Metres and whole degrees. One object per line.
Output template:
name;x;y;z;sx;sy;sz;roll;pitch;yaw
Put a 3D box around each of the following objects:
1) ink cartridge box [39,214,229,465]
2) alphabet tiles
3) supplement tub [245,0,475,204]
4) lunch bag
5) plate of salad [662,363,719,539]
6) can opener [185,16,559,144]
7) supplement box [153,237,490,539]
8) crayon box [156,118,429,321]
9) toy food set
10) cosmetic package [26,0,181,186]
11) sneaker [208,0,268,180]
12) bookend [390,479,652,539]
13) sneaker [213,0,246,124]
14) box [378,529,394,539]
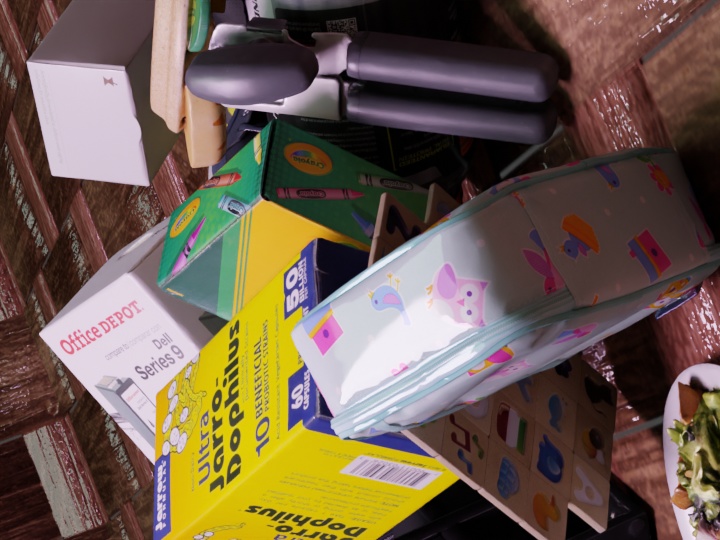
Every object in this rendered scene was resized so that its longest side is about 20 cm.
ink cartridge box;-0.093;0.071;1.367;0.200;0.084;0.146;49;144;-8
alphabet tiles;0.072;0.051;1.135;0.200;0.006;0.167;39;-139;-29
supplement tub;0.002;-0.115;1.249;0.123;0.122;0.201;44;149;55
lunch bag;0.072;0.013;1.021;0.160;0.200;0.077;-36;77;40
plate of salad;0.198;0.144;1.065;0.200;0.048;0.201;56;158;38
can opener;0.005;-0.095;1.146;0.067;0.199;0.054;-63;-23;-54
supplement box;-0.027;0.085;1.183;0.200;0.109;0.109;-43;40;48
crayon box;0.000;0.000;1.216;0.119;0.199;0.058;-38;36;46
toy food set;-0.097;-0.179;1.276;0.200;0.048;0.199;-91;7;-52
cosmetic package;-0.168;-0.165;1.601;0.200;0.084;0.108;-63;-26;-48
sneaker;-0.052;-0.136;1.345;0.203;0.077;0.147;-73;-12;-47
bookend;0.049;0.177;1.302;0.200;0.198;0.092;43;151;57
sneaker;-0.094;-0.137;1.582;0.074;0.084;0.201;-138;32;-58
box;0.012;0.214;1.536;0.198;0.123;0.200;51;167;49
